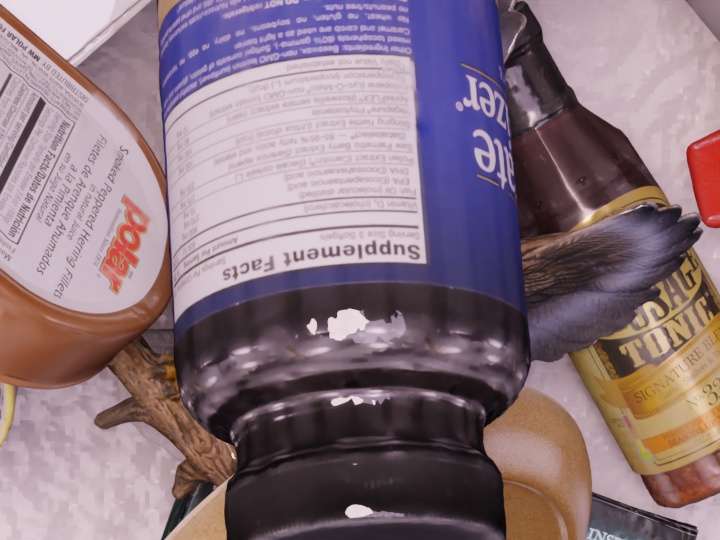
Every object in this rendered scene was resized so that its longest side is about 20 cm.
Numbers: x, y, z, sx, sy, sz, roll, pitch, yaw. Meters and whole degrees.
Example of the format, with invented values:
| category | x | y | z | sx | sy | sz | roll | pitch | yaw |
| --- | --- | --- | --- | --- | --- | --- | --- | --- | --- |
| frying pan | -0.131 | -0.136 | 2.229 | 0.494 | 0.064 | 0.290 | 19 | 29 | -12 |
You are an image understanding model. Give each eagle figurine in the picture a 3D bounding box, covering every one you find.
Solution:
| category | x | y | z | sx | sy | sz | roll | pitch | yaw |
| --- | --- | --- | --- | --- | --- | --- | --- | --- | --- |
| eagle figurine | 0.005 | 0.002 | 1.005 | 0.151 | 0.152 | 0.200 | 32 | 64 | 28 |

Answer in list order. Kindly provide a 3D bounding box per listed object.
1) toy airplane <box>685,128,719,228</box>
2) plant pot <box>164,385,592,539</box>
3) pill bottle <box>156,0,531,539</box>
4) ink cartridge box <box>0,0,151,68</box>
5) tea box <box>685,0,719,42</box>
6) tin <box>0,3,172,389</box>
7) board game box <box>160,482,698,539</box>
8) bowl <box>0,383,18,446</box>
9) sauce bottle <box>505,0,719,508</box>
| category | x | y | z | sx | sy | sz | roll | pitch | yaw |
| --- | --- | --- | --- | --- | --- | --- | --- | --- | --- |
| toy airplane | 0.249 | -0.063 | 1.077 | 0.199 | 0.141 | 0.200 | 30 | 89 | 8 |
| plant pot | 0.002 | 0.120 | 0.995 | 0.200 | 0.027 | 0.200 | -22 | 140 | -20 |
| pill bottle | -0.005 | -0.008 | 0.885 | 0.112 | 0.112 | 0.200 | 0 | 71 | -12 |
| ink cartridge box | -0.152 | -0.161 | 0.983 | 0.084 | 0.146 | 0.200 | -41 | 101 | -10 |
| tea box | 0.210 | -0.158 | 0.936 | 0.197 | 0.200 | 0.134 | -29 | 58 | -9 |
| tin | -0.139 | -0.046 | 0.873 | 0.200 | 0.042 | 0.112 | 40 | 41 | -18 |
| board game box | 0.019 | 0.130 | 1.095 | 0.200 | 0.028 | 0.136 | 21 | 88 | -12 |
| bowl | -0.179 | -0.031 | 0.983 | 0.201 | 0.201 | 0.094 | 44 | 56 | -11 |
| sauce bottle | 0.092 | -0.006 | 1.085 | 0.066 | 0.066 | 0.200 | -33 | 100 | -9 |
